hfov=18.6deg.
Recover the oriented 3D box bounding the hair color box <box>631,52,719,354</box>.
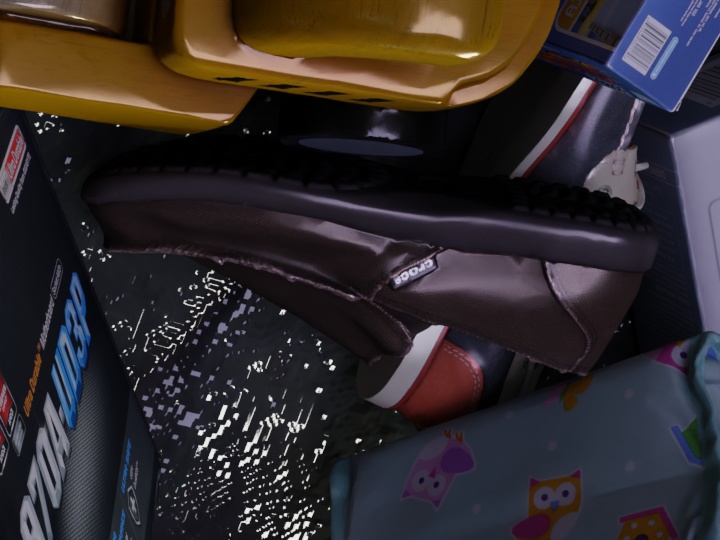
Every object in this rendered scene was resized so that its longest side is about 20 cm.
[{"bbox_3d":[0.166,0.013,0.893,0.099,0.061,0.201,-22,115,-19],"label":"hair color box"}]

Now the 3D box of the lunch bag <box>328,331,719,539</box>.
[{"bbox_3d":[0.107,0.130,0.826,0.170,0.122,0.200,-22,137,29],"label":"lunch bag"}]

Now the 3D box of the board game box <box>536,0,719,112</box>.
[{"bbox_3d":[0.114,-0.161,0.764,0.034,0.135,0.200,31,92,-30],"label":"board game box"}]

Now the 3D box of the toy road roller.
[{"bbox_3d":[-0.032,-0.108,0.677,0.199,0.146,0.123,7,86,-18],"label":"toy road roller"}]

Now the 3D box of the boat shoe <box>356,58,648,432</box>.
[{"bbox_3d":[0.071,-0.025,0.821,0.062,0.071,0.200,26,100,-17],"label":"boat shoe"}]

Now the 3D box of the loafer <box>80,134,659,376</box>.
[{"bbox_3d":[0.000,0.000,0.757,0.199,0.073,0.071,9,104,4],"label":"loafer"}]

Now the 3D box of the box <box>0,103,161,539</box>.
[{"bbox_3d":[-0.113,0.053,0.684,0.046,0.200,0.159,-15,116,7],"label":"box"}]
